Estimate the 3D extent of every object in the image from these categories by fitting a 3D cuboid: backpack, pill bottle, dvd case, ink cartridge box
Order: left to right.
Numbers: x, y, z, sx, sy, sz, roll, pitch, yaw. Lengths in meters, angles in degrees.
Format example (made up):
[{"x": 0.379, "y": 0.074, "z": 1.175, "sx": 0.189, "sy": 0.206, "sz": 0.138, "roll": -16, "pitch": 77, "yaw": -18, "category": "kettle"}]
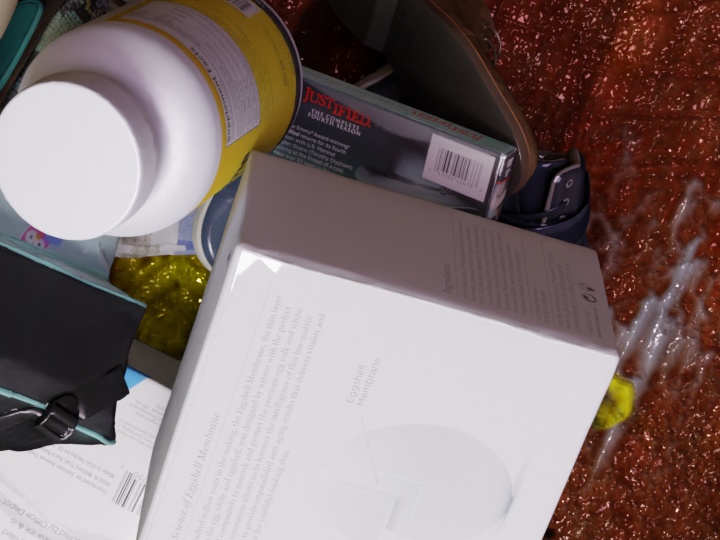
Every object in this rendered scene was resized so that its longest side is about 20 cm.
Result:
[{"x": -0.235, "y": 0.017, "z": 1.185, "sx": 0.176, "sy": 0.200, "sz": 0.154, "roll": 21, "pitch": 69, "yaw": -44, "category": "backpack"}, {"x": -0.162, "y": 0.143, "z": 1.303, "sx": 0.146, "sy": 0.086, "sz": 0.200, "roll": 27, "pitch": 99, "yaw": 6, "category": "ink cartridge box"}, {"x": -0.112, "y": -0.082, "z": 1.154, "sx": 0.112, "sy": 0.200, "sz": 0.112, "roll": 6, "pitch": 110, "yaw": 17, "category": "pill bottle"}, {"x": 0.000, "y": 0.000, "z": 1.251, "sx": 0.146, "sy": 0.022, "sz": 0.200, "roll": 22, "pitch": 115, "yaw": 23, "category": "dvd case"}]

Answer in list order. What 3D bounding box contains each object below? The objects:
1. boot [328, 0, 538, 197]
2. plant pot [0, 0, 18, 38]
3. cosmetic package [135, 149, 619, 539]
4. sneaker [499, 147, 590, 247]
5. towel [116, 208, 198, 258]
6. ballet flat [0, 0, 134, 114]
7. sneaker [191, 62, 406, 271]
[{"x": 0.058, "y": -0.125, "z": 1.266, "sx": 0.075, "sy": 0.200, "sz": 0.074, "roll": -8, "pitch": 141, "yaw": -33, "category": "boot"}, {"x": -0.264, "y": -0.155, "z": 1.170, "sx": 0.200, "sy": 0.200, "sz": 0.135, "roll": -19, "pitch": 146, "yaw": -10, "category": "plant pot"}, {"x": 0.004, "y": 0.071, "z": 1.162, "sx": 0.200, "sy": 0.123, "sz": 0.200, "roll": 16, "pitch": 116, "yaw": -9, "category": "cosmetic package"}, {"x": 0.079, "y": 0.009, "z": 1.307, "sx": 0.202, "sy": 0.077, "sz": 0.146, "roll": -54, "pitch": 149, "yaw": -41, "category": "sneaker"}, {"x": -0.162, "y": -0.078, "z": 1.297, "sx": 0.200, "sy": 0.024, "sz": 0.147, "roll": 0, "pitch": 104, "yaw": -19, "category": "towel"}, {"x": -0.162, "y": -0.146, "z": 1.244, "sx": 0.074, "sy": 0.074, "sz": 0.200, "roll": 34, "pitch": 79, "yaw": -23, "category": "ballet flat"}, {"x": -0.008, "y": -0.059, "z": 1.303, "sx": 0.200, "sy": 0.085, "sz": 0.075, "roll": -38, "pitch": 121, "yaw": -9, "category": "sneaker"}]
